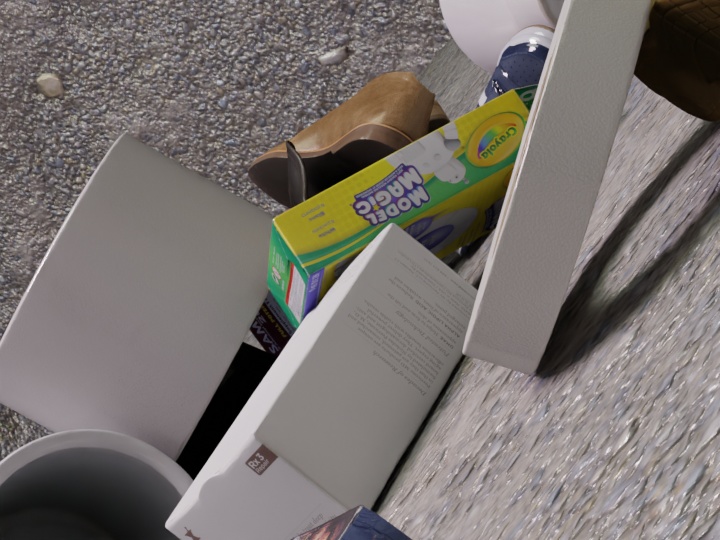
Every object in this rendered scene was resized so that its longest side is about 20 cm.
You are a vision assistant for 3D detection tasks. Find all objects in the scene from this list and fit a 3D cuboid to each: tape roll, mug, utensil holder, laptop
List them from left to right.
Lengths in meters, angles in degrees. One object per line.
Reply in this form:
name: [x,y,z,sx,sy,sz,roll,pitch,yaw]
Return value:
utensil holder: [-0.193,0.210,1.441,0.170,0.170,0.200,-54,2,-24]
tape roll: [-0.149,0.027,1.480,0.203,0.139,0.203,-60,4,7]
laptop: [-0.111,0.112,1.711,0.187,0.200,0.116,-50,39,19]
tape roll: [0.092,-0.052,1.012,0.203,0.037,0.204,16,-90,-87]
mug: [0.151,-0.217,1.528,0.187,0.149,0.153,-58,13,1]

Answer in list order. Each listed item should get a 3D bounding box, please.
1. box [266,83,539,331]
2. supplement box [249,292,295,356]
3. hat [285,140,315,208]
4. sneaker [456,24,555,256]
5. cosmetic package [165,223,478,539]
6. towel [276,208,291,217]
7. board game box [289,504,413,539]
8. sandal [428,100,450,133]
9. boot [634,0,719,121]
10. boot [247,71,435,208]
box: [0.039,-0.040,1.355,0.199,0.048,0.117,-31,-15,-14]
supplement box: [-0.001,-0.018,1.733,0.109,0.061,0.200,-21,-20,-49]
hat: [0.000,0.000,1.553,0.080,0.202,0.201,-10,3,-4]
sneaker: [0.087,-0.082,1.494,0.109,0.070,0.200,-49,-4,-27]
cosmetic package: [-0.016,0.079,1.234,0.113,0.081,0.200,-47,8,46]
towel: [-0.078,-0.005,1.750,0.200,0.023,0.144,-34,-14,-19]
board game box: [-0.059,0.202,0.986,0.200,0.035,0.135,-54,5,-22]
sandal: [0.028,-0.092,1.804,0.077,0.070,0.212,-20,-25,-19]
boot: [0.196,-0.154,0.983,0.155,0.072,0.200,-56,1,-8]
boot: [-0.010,-0.092,1.625,0.200,0.074,0.076,-16,43,54]
